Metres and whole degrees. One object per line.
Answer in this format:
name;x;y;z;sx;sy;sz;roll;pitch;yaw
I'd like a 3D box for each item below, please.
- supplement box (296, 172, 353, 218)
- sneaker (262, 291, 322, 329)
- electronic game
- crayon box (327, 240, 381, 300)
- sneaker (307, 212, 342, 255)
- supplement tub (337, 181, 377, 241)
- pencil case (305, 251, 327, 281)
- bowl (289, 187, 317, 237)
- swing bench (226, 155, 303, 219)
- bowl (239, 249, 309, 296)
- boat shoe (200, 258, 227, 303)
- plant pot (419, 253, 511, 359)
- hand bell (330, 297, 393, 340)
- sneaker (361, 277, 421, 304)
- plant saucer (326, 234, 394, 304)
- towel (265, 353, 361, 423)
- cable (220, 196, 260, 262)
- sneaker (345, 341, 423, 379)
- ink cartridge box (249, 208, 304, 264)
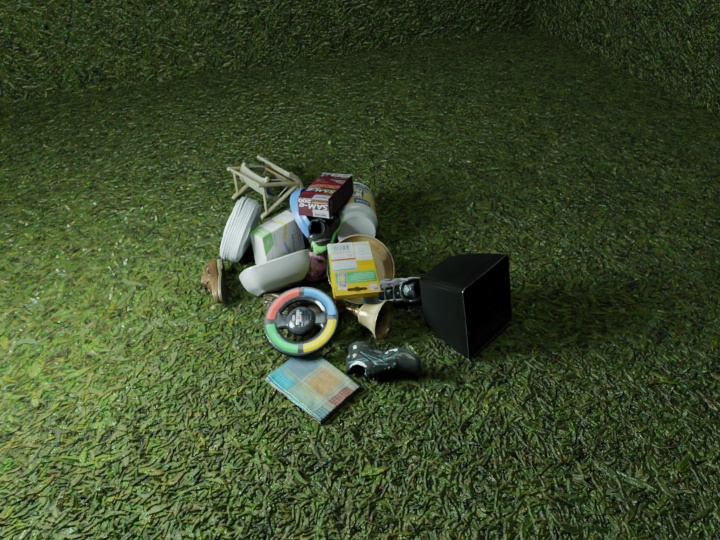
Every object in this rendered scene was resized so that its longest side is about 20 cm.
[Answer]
supplement box;-0.102;-0.229;1.820;0.105;0.063;0.201;6;32;19
sneaker;-0.172;0.105;1.646;0.195;0.073;0.075;21;25;20
electronic game;-0.151;0.129;1.543;0.193;0.042;0.205;-2;55;3
crayon box;-0.020;0.009;1.624;0.121;0.053;0.203;-5;43;-7
sneaker;-0.107;-0.128;1.774;0.075;0.085;0.202;-26;26;23
supplement tub;-0.018;-0.173;1.924;0.139;0.148;0.203;-4;36;-2
pencil case;-0.073;-0.023;1.781;0.193;0.085;0.087;-8;37;-9
bowl;-0.142;-0.167;1.891;0.039;0.201;0.203;-29;29;23
swing bench;-0.332;-0.310;2.136;0.198;0.133;0.197;-31;45;-34
bowl;-0.235;0.014;1.691;0.195;0.077;0.199;-17;-3;-19
boat shoe;-0.422;0.039;1.736;0.066;0.074;0.201;-12;28;-7
plant pot;0.262;0.069;1.560;0.175;0.205;0.197;19;40;42
hand bell;-0.021;0.107;1.598;0.195;0.107;0.104;14;39;28
sneaker;0.106;0.054;1.624;0.194;0.080;0.140;-13;0;-13
plant saucer;0.000;0.000;1.721;0.193;0.036;0.207;2;73;-5
towel;-0.114;0.268;1.449;0.197;0.022;0.145;29;47;34
cable;-0.366;-0.121;1.835;0.067;0.201;0.204;21;56;-4
sneaker;0.056;0.231;1.461;0.194;0.077;0.081;5;47;22
ink cartridge box;-0.240;-0.103;1.864;0.066;0.120;0.198;22;43;36
